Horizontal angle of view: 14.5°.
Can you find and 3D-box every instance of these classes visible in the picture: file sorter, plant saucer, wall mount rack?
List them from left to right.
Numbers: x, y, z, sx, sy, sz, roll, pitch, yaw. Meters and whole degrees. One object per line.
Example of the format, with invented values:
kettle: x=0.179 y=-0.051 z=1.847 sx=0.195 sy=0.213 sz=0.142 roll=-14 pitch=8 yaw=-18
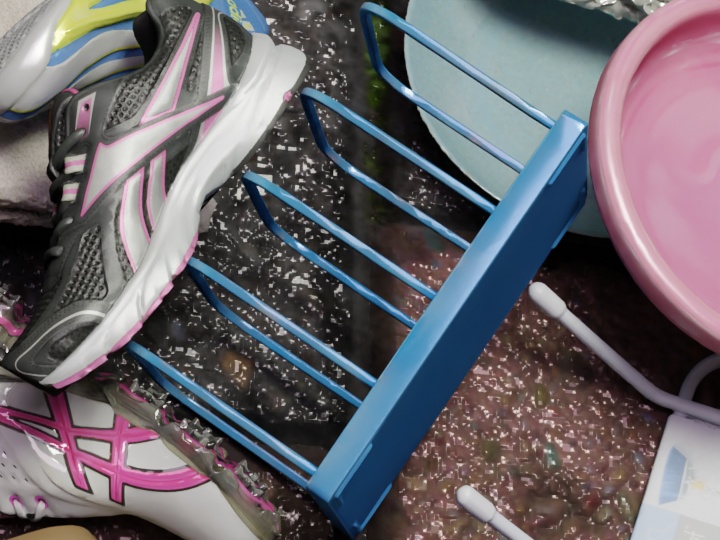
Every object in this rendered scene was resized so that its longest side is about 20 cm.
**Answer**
file sorter: x=0.000 y=0.000 z=1.296 sx=0.122 sy=0.139 sz=0.200 roll=33 pitch=83 yaw=11
plant saucer: x=0.116 y=-0.098 z=1.460 sx=0.200 sy=0.039 sz=0.202 roll=6 pitch=62 yaw=-11
wall mount rack: x=0.142 y=0.098 z=1.347 sx=0.173 sy=0.075 sz=0.201 roll=18 pitch=59 yaw=7
plant saucer: x=0.194 y=-0.038 z=1.370 sx=0.200 sy=0.051 sz=0.202 roll=9 pitch=65 yaw=-20

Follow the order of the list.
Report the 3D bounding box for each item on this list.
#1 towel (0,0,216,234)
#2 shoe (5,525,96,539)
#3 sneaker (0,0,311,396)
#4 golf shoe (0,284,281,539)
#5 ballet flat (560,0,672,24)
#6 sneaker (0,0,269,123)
towel: x=-0.160 y=-0.081 z=1.345 sx=0.199 sy=0.034 sz=0.133 roll=7 pitch=57 yaw=-41
shoe: x=-0.200 y=0.162 z=1.236 sx=0.199 sy=0.070 sz=0.054 roll=-14 pitch=60 yaw=-21
sneaker: x=-0.110 y=-0.037 z=1.254 sx=0.086 sy=0.080 sz=0.200 roll=35 pitch=65 yaw=-8
golf shoe: x=-0.131 y=0.084 z=1.303 sx=0.199 sy=0.073 sz=0.092 roll=33 pitch=89 yaw=3
ballet flat: x=0.145 y=-0.161 z=1.440 sx=0.199 sy=0.072 sz=0.072 roll=24 pitch=61 yaw=0
sneaker: x=-0.099 y=-0.100 z=1.336 sx=0.105 sy=0.076 sz=0.200 roll=52 pitch=41 yaw=-9
